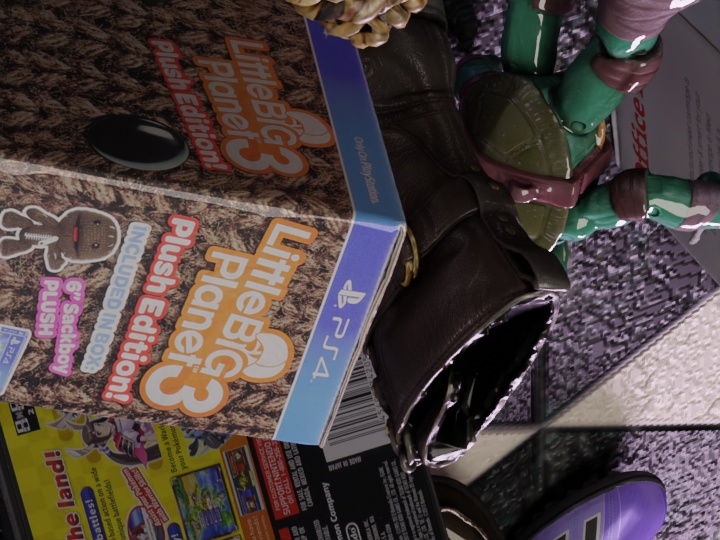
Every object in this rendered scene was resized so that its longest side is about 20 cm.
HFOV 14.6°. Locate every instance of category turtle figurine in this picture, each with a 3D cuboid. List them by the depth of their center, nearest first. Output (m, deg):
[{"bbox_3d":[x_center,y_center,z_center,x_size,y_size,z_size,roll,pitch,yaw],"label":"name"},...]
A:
[{"bbox_3d":[0.083,-0.054,1.093,0.101,0.150,0.200,-36,148,-39],"label":"turtle figurine"}]

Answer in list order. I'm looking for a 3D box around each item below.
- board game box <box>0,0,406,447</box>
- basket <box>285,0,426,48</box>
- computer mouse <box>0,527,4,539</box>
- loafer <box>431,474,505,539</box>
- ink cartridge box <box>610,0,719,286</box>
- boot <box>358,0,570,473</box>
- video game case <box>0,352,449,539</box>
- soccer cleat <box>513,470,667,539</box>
[{"bbox_3d":[-0.103,-0.039,0.957,0.200,0.159,0.097,9,125,-18],"label":"board game box"},{"bbox_3d":[-0.031,-0.195,0.863,0.143,0.200,0.149,-44,138,12],"label":"basket"},{"bbox_3d":[-0.150,0.192,1.170,0.140,0.046,0.200,1,91,0],"label":"computer mouse"},{"bbox_3d":[0.047,0.193,1.323,0.073,0.071,0.200,-13,104,3],"label":"loafer"},{"bbox_3d":[0.188,-0.047,1.149,0.083,0.200,0.146,-26,139,-14],"label":"ink cartridge box"},{"bbox_3d":[0.000,0.000,1.068,0.069,0.174,0.200,0,147,-29],"label":"boot"},{"bbox_3d":[-0.055,0.110,1.168,0.181,0.200,0.026,-16,179,-21],"label":"video game case"},{"bbox_3d":[0.086,0.183,1.393,0.200,0.073,0.068,-44,138,11],"label":"soccer cleat"}]
